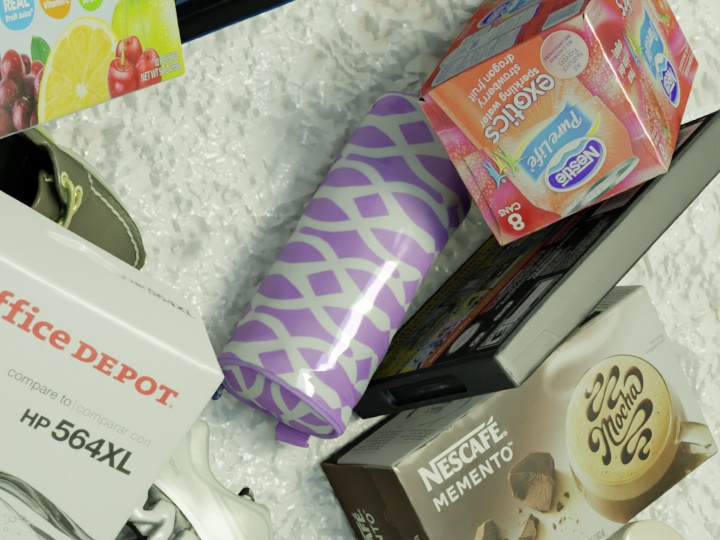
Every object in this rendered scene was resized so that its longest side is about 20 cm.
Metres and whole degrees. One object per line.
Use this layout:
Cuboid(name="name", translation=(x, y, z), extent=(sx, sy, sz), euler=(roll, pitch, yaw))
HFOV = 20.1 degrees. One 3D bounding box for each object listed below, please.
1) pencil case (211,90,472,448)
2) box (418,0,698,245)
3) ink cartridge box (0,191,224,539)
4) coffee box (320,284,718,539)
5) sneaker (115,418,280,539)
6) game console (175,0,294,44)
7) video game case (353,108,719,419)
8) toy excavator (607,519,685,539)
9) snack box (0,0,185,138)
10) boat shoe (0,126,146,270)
Cuboid(name="pencil case", translation=(0.000, 0.000, 1.101), extent=(0.201, 0.084, 0.086), euler=(-58, 148, -18))
Cuboid(name="box", translation=(0.112, -0.105, 1.103), extent=(0.095, 0.102, 0.200), euler=(61, 22, -13))
Cuboid(name="ink cartridge box", translation=(-0.179, 0.079, 0.941), extent=(0.146, 0.084, 0.201), euler=(30, 102, -24))
Cuboid(name="coffee box", translation=(0.092, 0.105, 1.146), extent=(0.199, 0.080, 0.114), euler=(-32, 104, -28))
Cuboid(name="sneaker", translation=(-0.066, 0.165, 1.059), extent=(0.081, 0.075, 0.201), euler=(-42, 108, -35))
Cuboid(name="game console", translation=(-0.063, -0.221, 1.005), extent=(0.118, 0.200, 0.171), euler=(39, 65, -23))
Cuboid(name="video game case", translation=(0.097, 0.000, 1.096), extent=(0.200, 0.181, 0.026), euler=(-45, 101, -25))
Cuboid(name="toy excavator", translation=(0.152, 0.270, 1.170), extent=(0.194, 0.100, 0.201), euler=(-31, 94, -29))
Cuboid(name="snack box", translation=(-0.153, -0.132, 0.845), extent=(0.200, 0.053, 0.143), euler=(-32, 116, -59))
Cuboid(name="boat shoe", translation=(-0.174, -0.039, 0.985), extent=(0.201, 0.060, 0.072), euler=(36, 86, -41))
